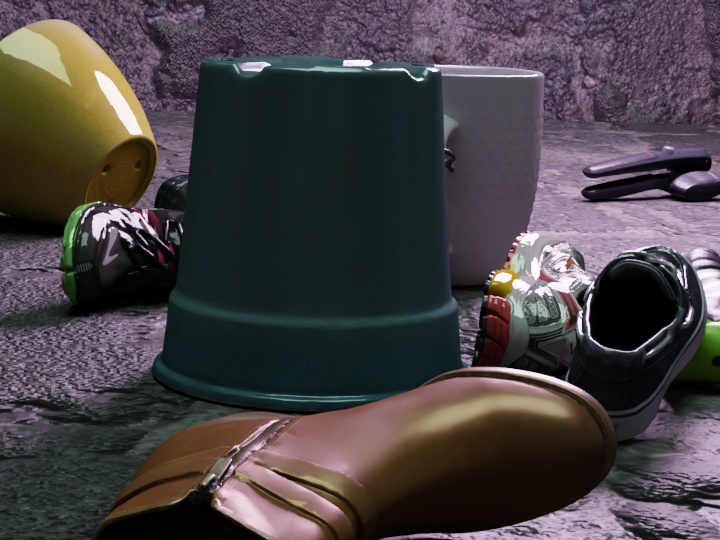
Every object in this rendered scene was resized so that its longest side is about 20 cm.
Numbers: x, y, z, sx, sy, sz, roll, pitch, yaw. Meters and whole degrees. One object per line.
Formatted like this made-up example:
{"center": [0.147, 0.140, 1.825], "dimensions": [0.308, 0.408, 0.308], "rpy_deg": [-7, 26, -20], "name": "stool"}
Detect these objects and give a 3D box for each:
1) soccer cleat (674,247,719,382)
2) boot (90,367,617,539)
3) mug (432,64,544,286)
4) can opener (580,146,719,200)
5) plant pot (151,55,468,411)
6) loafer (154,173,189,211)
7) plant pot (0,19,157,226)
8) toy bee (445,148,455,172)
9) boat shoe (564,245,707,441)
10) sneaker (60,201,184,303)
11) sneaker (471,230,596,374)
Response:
{"center": [0.237, 0.035, 1.116], "dimensions": [0.081, 0.068, 0.200], "rpy_deg": [14, 18, 12], "name": "soccer cleat"}
{"center": [0.000, 0.094, 0.674], "dimensions": [0.200, 0.074, 0.155], "rpy_deg": [-8, 6, 14], "name": "boot"}
{"center": [0.072, -0.076, 1.370], "dimensions": [0.148, 0.176, 0.200], "rpy_deg": [4, 10, 11], "name": "mug"}
{"center": [0.351, -0.119, 2.018], "dimensions": [0.200, 0.063, 0.079], "rpy_deg": [-2, 11, -28], "name": "can opener"}
{"center": [-0.028, -0.032, 1.030], "dimensions": [0.200, 0.196, 0.200], "rpy_deg": [1, 9, 0], "name": "plant pot"}
{"center": [-0.097, -0.064, 1.608], "dimensions": [0.200, 0.073, 0.072], "rpy_deg": [-16, 27, -34], "name": "loafer"}
{"center": [-0.281, -0.120, 1.608], "dimensions": [0.142, 0.200, 0.200], "rpy_deg": [35, 23, 22], "name": "plant pot"}
{"center": [0.000, 0.000, 1.197], "dimensions": [0.131, 0.109, 0.200], "rpy_deg": [-9, -13, -13], "name": "toy bee"}
{"center": [0.162, 0.022, 0.975], "dimensions": [0.072, 0.068, 0.200], "rpy_deg": [15, 30, 18], "name": "boat shoe"}
{"center": [-0.158, -0.017, 1.269], "dimensions": [0.084, 0.077, 0.200], "rpy_deg": [3, 10, 27], "name": "sneaker"}
{"center": [0.130, 0.029, 1.108], "dimensions": [0.082, 0.078, 0.200], "rpy_deg": [12, 19, 11], "name": "sneaker"}
